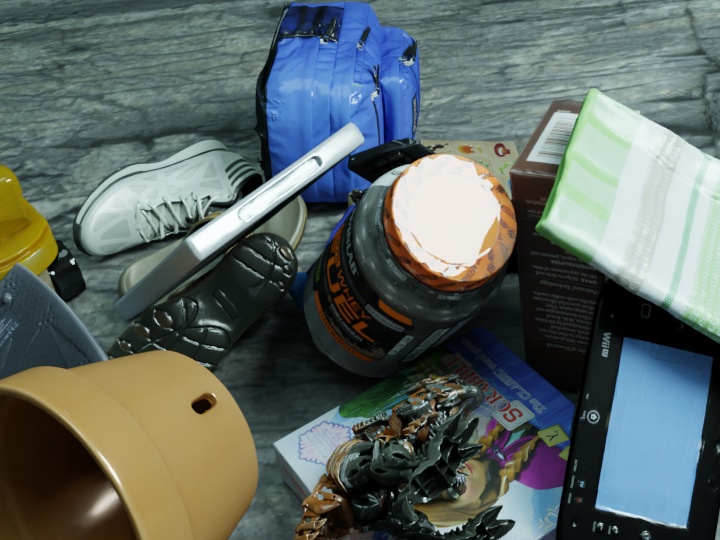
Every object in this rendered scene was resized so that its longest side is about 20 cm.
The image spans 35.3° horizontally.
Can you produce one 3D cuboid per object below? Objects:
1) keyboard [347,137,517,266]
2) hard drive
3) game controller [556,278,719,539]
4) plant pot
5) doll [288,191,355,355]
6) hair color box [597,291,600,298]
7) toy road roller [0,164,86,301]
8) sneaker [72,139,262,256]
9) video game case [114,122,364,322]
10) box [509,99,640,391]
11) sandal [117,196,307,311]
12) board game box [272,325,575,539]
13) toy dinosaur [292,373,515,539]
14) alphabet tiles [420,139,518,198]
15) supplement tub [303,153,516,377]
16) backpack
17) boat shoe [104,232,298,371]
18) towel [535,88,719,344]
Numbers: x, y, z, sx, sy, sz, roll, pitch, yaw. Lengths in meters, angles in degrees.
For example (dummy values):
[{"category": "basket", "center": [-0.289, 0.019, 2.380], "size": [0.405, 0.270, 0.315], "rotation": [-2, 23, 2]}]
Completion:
[{"category": "keyboard", "center": [0.068, -0.047, 0.926], "size": [0.126, 0.199, 0.021], "rotation": [-12, 57, 50]}, {"category": "hard drive", "center": [-0.280, 0.089, 0.951], "size": [0.135, 0.042, 0.199], "rotation": [-52, 45, -3]}, {"category": "game controller", "center": [0.188, 0.104, 0.732], "size": [0.103, 0.203, 0.042], "rotation": [14, -9, -13]}, {"category": "plant pot", "center": [-0.164, 0.146, 0.776], "size": [0.198, 0.203, 0.139], "rotation": [15, 27, 32]}, {"category": "doll", "center": [0.000, 0.000, 1.018], "size": [0.134, 0.049, 0.201], "rotation": [1, 38, 19]}, {"category": "hair color box", "center": [0.276, 0.035, 0.837], "size": [0.198, 0.112, 0.064], "rotation": [-23, 38, -12]}, {"category": "toy road roller", "center": [-0.364, -0.037, 1.093], "size": [0.122, 0.148, 0.199], "rotation": [-31, 40, -24]}, {"category": "sneaker", "center": [-0.184, -0.065, 1.135], "size": [0.199, 0.077, 0.115], "rotation": [-33, 39, -28]}, {"category": "video game case", "center": [-0.104, -0.037, 0.932], "size": [0.181, 0.023, 0.200], "rotation": [-39, 4, -31]}, {"category": "box", "center": [0.167, -0.014, 0.858], "size": [0.074, 0.202, 0.100], "rotation": [11, 43, 25]}, {"category": "sandal", "center": [-0.137, -0.022, 1.065], "size": [0.198, 0.054, 0.081], "rotation": [-26, 62, -14]}, {"category": "board game box", "center": [0.067, 0.145, 0.813], "size": [0.198, 0.042, 0.200], "rotation": [-28, 39, -19]}, {"category": "toy dinosaur", "center": [0.022, 0.144, 0.742], "size": [0.135, 0.102, 0.201], "rotation": [6, 57, 47]}, {"category": "alphabet tiles", "center": [0.117, -0.070, 1.073], "size": [0.164, 0.008, 0.201], "rotation": [1, 36, -7]}, {"category": "supplement tub", "center": [0.036, -0.002, 0.865], "size": [0.121, 0.200, 0.124], "rotation": [7, 66, -16]}, {"category": "backpack", "center": [-0.024, -0.170, 1.154], "size": [0.165, 0.164, 0.201], "rotation": [0, 37, 11]}, {"category": "boat shoe", "center": [-0.139, 0.045, 0.991], "size": [0.199, 0.076, 0.074], "rotation": [-37, 6, -13]}, {"category": "towel", "center": [0.220, -0.029, 0.742], "size": [0.198, 0.031, 0.150], "rotation": [29, 49, -3]}]
